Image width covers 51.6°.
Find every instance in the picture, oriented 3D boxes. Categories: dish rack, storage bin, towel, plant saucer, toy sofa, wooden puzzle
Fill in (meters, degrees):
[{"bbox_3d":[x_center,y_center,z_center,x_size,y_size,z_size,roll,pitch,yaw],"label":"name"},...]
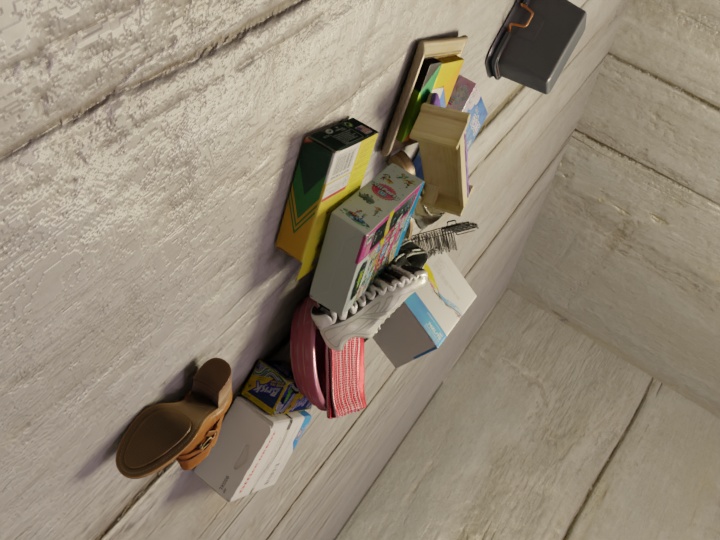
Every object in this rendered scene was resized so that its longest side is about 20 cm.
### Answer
[{"bbox_3d":[0.140,-0.054,1.489,0.153,0.195,0.056,-4,79,-70],"label":"dish rack"},{"bbox_3d":[0.358,-0.464,1.489,0.203,0.132,0.145,-61,164,2],"label":"storage bin"},{"bbox_3d":[-0.024,0.172,1.271,0.200,0.022,0.149,23,65,-75],"label":"towel"},{"bbox_3d":[-0.071,0.128,1.231,0.200,0.049,0.207,-3,90,-77],"label":"plant saucer"},{"bbox_3d":[0.142,-0.190,1.224,0.099,0.081,0.201,-64,159,-24],"label":"toy sofa"},{"bbox_3d":[0.112,-0.286,1.221,0.199,0.037,0.188,-36,151,-55],"label":"wooden puzzle"}]

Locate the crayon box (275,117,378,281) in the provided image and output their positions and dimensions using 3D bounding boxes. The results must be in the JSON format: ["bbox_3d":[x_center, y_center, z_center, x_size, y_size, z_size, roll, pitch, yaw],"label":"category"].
[{"bbox_3d":[-0.051,-0.098,1.028,0.127,0.050,0.204,-37,151,-55],"label":"crayon box"}]

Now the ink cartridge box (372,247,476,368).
[{"bbox_3d":[0.124,0.076,1.609,0.146,0.147,0.200,-32,-171,47],"label":"ink cartridge box"}]

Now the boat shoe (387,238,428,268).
[{"bbox_3d":[0.060,-0.002,1.266,0.200,0.069,0.074,-46,145,-51],"label":"boat shoe"}]

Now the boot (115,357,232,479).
[{"bbox_3d":[-0.243,0.223,0.989,0.201,0.075,0.157,-55,169,-41],"label":"boot"}]

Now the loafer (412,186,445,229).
[{"bbox_3d":[0.118,-0.136,1.393,0.068,0.077,0.200,-22,167,9],"label":"loafer"}]

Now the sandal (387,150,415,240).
[{"bbox_3d":[0.047,-0.114,1.295,0.069,0.078,0.214,-29,150,-20],"label":"sandal"}]

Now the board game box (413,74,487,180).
[{"bbox_3d":[0.176,-0.254,1.461,0.203,0.043,0.200,-63,164,4],"label":"board game box"}]

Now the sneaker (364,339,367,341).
[{"bbox_3d":[-0.041,0.155,1.464,0.200,0.075,0.115,-49,172,-48],"label":"sneaker"}]

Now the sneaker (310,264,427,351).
[{"bbox_3d":[0.020,0.055,1.163,0.196,0.075,0.083,-26,110,-13],"label":"sneaker"}]

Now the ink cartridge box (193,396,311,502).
[{"bbox_3d":[-0.176,0.292,1.261,0.147,0.083,0.200,-60,164,0],"label":"ink cartridge box"}]

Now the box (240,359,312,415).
[{"bbox_3d":[-0.127,0.198,1.271,0.065,0.069,0.200,-60,164,0],"label":"box"}]

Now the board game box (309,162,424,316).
[{"bbox_3d":[0.011,-0.050,1.099,0.200,0.063,0.150,-47,161,-51],"label":"board game box"}]
